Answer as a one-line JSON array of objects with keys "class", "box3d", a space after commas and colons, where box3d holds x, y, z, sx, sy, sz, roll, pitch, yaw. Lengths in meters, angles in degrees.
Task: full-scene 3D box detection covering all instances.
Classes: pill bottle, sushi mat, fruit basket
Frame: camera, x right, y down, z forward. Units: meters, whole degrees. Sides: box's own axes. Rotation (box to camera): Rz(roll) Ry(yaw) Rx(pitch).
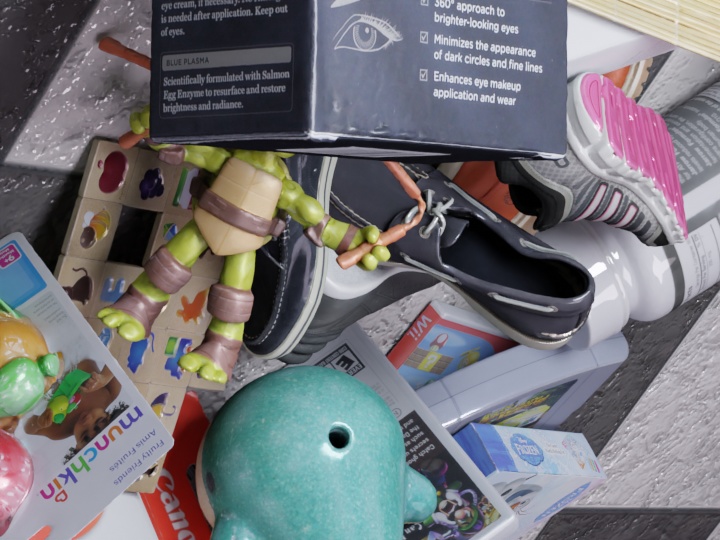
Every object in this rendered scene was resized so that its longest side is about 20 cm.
[{"class": "pill bottle", "box3d": [0.203, -0.038, 1.812, 0.199, 0.114, 0.114, -31, 147, -16]}, {"class": "sushi mat", "box3d": [0.144, -0.182, 1.533, 0.199, 0.096, 0.012, 19, 158, -23]}, {"class": "fruit basket", "box3d": [-0.213, 0.088, 1.441, 0.185, 0.200, 0.094, -41, 133, 0]}]

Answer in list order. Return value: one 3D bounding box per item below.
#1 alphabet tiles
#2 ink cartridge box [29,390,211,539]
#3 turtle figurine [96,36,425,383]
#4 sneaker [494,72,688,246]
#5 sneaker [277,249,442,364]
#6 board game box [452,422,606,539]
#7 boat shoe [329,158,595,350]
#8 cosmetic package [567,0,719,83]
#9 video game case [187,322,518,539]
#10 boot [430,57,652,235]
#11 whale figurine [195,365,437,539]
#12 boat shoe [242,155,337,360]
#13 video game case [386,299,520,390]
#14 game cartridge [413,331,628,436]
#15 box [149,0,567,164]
[{"class": "alphabet tiles", "box3d": [-0.124, 0.032, 1.578, 0.167, 0.008, 0.201, 10, 100, -52]}, {"class": "ink cartridge box", "box3d": [-0.137, 0.147, 1.621, 0.199, 0.163, 0.050, -10, 157, -39]}, {"class": "turtle figurine", "box3d": [-0.079, -0.032, 1.490, 0.199, 0.064, 0.162, 27, 99, -13]}, {"class": "sneaker", "box3d": [0.135, -0.058, 1.629, 0.087, 0.074, 0.200, -17, 159, 20]}, {"class": "sneaker", "box3d": [0.000, 0.000, 1.696, 0.099, 0.071, 0.199, -39, 168, 36]}, {"class": "board game box", "box3d": [0.049, 0.177, 1.890, 0.199, 0.044, 0.199, -36, 160, 18]}, {"class": "boat shoe", "box3d": [0.052, -0.028, 1.601, 0.073, 0.199, 0.063, -58, -178, -24]}, {"class": "cosmetic package", "box3d": [0.135, -0.169, 1.577, 0.199, 0.102, 0.071, -21, 173, -30]}, {"class": "video game case", "box3d": [-0.032, 0.152, 1.723, 0.199, 0.182, 0.023, -34, 151, -11]}, {"class": "boot", "box3d": [0.102, -0.112, 1.661, 0.107, 0.075, 0.201, 18, 111, -40]}, {"class": "whale figurine", "box3d": [-0.016, 0.151, 1.638, 0.158, 0.201, 0.104, -13, 161, -27]}, {"class": "boat shoe", "box3d": [-0.053, -0.041, 1.562, 0.062, 0.075, 0.201, -8, 122, -34]}, {"class": "video game case", "box3d": [0.030, 0.112, 1.897, 0.200, 0.017, 0.143, -51, 147, 14]}, {"class": "game cartridge", "box3d": [0.084, 0.094, 1.848, 0.199, 0.041, 0.133, -19, 157, -31]}, {"class": "box", "box3d": [0.003, -0.158, 1.366, 0.196, 0.117, 0.202, 2, 89, -48]}]
